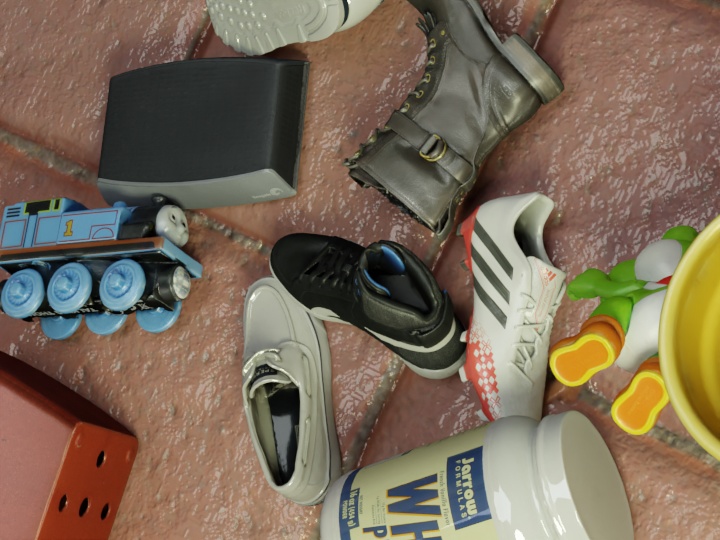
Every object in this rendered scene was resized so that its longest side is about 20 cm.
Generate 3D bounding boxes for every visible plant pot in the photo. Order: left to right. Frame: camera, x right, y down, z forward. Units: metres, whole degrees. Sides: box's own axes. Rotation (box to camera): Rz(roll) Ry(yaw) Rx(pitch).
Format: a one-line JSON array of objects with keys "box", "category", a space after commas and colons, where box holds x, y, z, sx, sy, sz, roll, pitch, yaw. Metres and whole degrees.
[{"box": [-0.304, 0.173, 1.711, 0.175, 0.200, 0.201, 17, 84, 19], "category": "plant pot"}, {"box": [0.325, 0.059, 1.377, 0.199, 0.189, 0.202, -8, 72, 27], "category": "plant pot"}]

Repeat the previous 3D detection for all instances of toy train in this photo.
[{"box": [-0.232, -0.007, 1.775, 0.199, 0.087, 0.115, -5, 67, 28], "category": "toy train"}]

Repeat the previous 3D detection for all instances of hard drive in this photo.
[{"box": [-0.143, -0.124, 1.781, 0.199, 0.042, 0.136, -2, 75, 29], "category": "hard drive"}]

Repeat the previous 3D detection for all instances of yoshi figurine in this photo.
[{"box": [0.202, 0.041, 1.478, 0.111, 0.200, 0.113, 3, 119, 26], "category": "yoshi figurine"}]

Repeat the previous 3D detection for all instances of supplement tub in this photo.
[{"box": [0.086, 0.192, 1.499, 0.199, 0.145, 0.146, -22, 66, 23], "category": "supplement tub"}]

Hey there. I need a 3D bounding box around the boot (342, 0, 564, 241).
[{"box": [0.050, -0.141, 1.648, 0.174, 0.069, 0.200, -45, 61, 1], "category": "boot"}]

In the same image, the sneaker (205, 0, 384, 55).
[{"box": [-0.058, -0.234, 1.754, 0.199, 0.080, 0.077, 11, 123, 47], "category": "sneaker"}]

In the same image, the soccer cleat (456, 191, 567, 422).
[{"box": [0.123, 0.034, 1.568, 0.085, 0.068, 0.201, -23, 60, 38], "category": "soccer cleat"}]

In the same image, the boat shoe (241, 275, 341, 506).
[{"box": [-0.067, 0.093, 1.661, 0.072, 0.066, 0.201, -18, 67, 25], "category": "boat shoe"}]

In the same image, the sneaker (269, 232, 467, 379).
[{"box": [0.000, 0.000, 1.617, 0.199, 0.112, 0.073, 29, 70, 29], "category": "sneaker"}]
